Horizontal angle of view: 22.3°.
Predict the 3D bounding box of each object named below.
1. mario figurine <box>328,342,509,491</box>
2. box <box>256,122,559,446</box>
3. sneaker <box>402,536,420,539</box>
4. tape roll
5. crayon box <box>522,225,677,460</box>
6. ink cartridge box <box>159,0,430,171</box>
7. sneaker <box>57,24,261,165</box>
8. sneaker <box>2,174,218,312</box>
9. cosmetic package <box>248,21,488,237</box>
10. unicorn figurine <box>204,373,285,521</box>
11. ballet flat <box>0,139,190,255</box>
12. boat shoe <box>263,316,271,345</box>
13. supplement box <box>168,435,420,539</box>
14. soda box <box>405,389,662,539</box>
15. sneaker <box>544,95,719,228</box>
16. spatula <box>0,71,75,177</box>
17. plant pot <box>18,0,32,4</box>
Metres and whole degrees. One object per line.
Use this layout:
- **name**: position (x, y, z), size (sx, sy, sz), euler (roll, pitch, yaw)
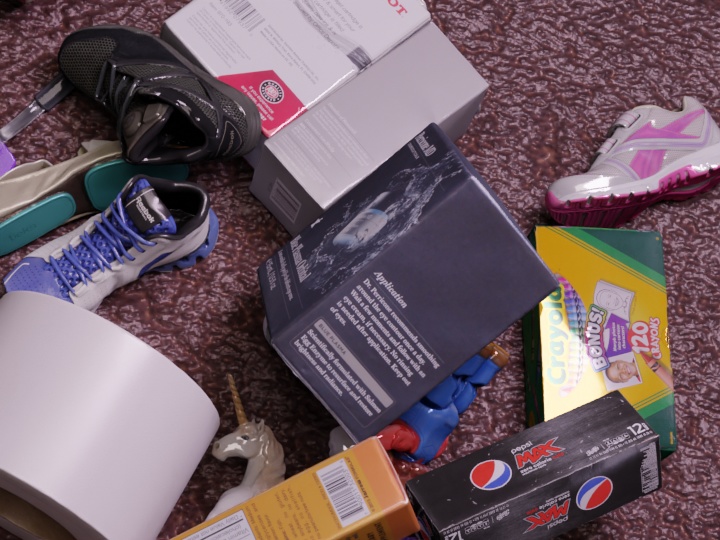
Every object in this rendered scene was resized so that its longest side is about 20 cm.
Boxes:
- **mario figurine**: position (0.029, 0.124, 1.510), size (0.123, 0.106, 0.200), euler (35, 89, -28)
- **box**: position (0.031, 0.005, 1.441), size (0.200, 0.197, 0.118), euler (-39, 107, 5)
- **sneaker**: position (0.018, 0.257, 1.492), size (0.199, 0.081, 0.084), euler (4, 37, -3)
- **tape roll**: position (-0.228, 0.129, 1.413), size (0.202, 0.203, 0.140), euler (29, 67, 1)
- **crayon box**: position (0.205, 0.065, 1.593), size (0.118, 0.058, 0.201), euler (3, 70, -10)
- **ink cartridge box**: position (-0.059, -0.208, 1.633), size (0.200, 0.083, 0.145), euler (-39, 80, -21)
- **sneaker**: position (-0.190, -0.149, 1.537), size (0.199, 0.077, 0.114), euler (31, 24, 19)
- **sneaker**: position (-0.205, -0.027, 1.521), size (0.199, 0.115, 0.081), euler (-28, 76, -19)
- **cosmetic package**: position (0.008, -0.117, 1.600), size (0.200, 0.107, 0.090), euler (-40, 80, -23)
- **unicorn figurine**: position (-0.095, 0.206, 1.460), size (0.137, 0.074, 0.200), euler (-37, 57, -9)
- **ballet flat**: position (-0.246, -0.078, 1.565), size (0.199, 0.070, 0.070), euler (-21, 75, -16)
- **boat shoe**: position (0.000, 0.000, 1.578), size (0.200, 0.067, 0.074), euler (-35, 108, -1)
- **supplement box**: position (-0.059, 0.203, 1.369), size (0.199, 0.067, 0.069), euler (-25, 60, -2)
- **soda box**: position (0.141, 0.173, 1.470), size (0.199, 0.064, 0.071), euler (-21, 38, -13)
- **sneaker**: position (0.246, -0.099, 1.657), size (0.199, 0.081, 0.089), euler (-19, 73, -25)
- **spatula**: position (-0.290, -0.137, 1.596), size (0.057, 0.021, 0.200), euler (46, 66, -5)
- **plant pot**: position (-0.311, -0.340, 1.589), size (0.179, 0.200, 0.200), euler (46, 68, -8)
